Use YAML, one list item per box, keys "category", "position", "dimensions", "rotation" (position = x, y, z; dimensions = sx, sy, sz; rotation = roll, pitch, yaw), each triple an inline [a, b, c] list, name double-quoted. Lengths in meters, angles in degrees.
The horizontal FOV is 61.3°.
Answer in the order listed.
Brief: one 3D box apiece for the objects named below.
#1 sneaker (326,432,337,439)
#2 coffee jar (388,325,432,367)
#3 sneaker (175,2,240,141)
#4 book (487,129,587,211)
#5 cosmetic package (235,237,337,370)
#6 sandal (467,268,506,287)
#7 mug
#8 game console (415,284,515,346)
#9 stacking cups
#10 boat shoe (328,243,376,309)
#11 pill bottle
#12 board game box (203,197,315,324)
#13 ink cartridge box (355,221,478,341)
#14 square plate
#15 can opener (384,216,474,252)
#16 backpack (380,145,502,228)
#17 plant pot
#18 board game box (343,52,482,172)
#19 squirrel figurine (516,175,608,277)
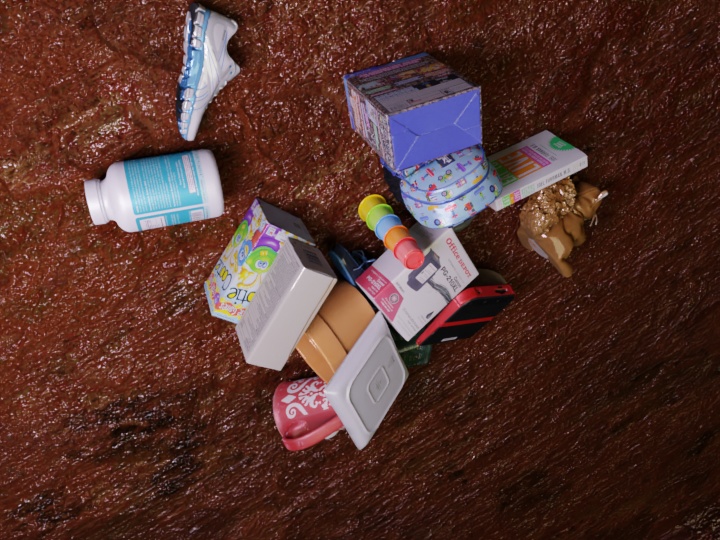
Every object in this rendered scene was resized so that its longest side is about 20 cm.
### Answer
- category: "sneaker"
  position: [-0.027, 0.313, 1.411]
  dimensions: [0.081, 0.075, 0.201]
  rotation: [18, 113, -41]
- category: "coffee jar"
  position: [0.054, 0.175, 1.343]
  dimensions: [0.198, 0.086, 0.105]
  rotation: [-10, 132, -18]
- category: "sneaker"
  position: [-0.229, -0.291, 0.925]
  dimensions: [0.086, 0.075, 0.201]
  rotation: [2, 120, -31]
- category: "book"
  position: [0.318, -0.195, 1.188]
  dimensions: [0.199, 0.134, 0.048]
  rotation: [-27, 128, -6]
- category: "cosmetic package"
  position: [-0.131, 0.058, 1.042]
  dimensions: [0.073, 0.104, 0.201]
  rotation: [19, 113, -34]
- category: "sandal"
  position: [0.218, 0.055, 1.362]
  dimensions: [0.210, 0.078, 0.070]
  rotation: [-14, 159, -17]
- category: "mug"
  position: [-0.066, 0.297, 1.266]
  dimensions: [0.198, 0.179, 0.134]
  rotation: [-18, 138, 24]
- category: "game console"
  position: [0.228, 0.095, 1.300]
  dimensions: [0.199, 0.031, 0.177]
  rotation: [-1, 142, -45]
- category: "stacking cups"
  position: [0.053, -0.068, 1.111]
  dimensions: [0.060, 0.200, 0.061]
  rotation: [-10, 126, -15]
- category: "boat shoe"
  position: [0.000, 0.000, 1.222]
  dimensions: [0.069, 0.084, 0.200]
  rotation: [-41, 145, -3]
- category: "pill bottle"
  position: [-0.324, -0.125, 0.964]
  dimensions: [0.198, 0.111, 0.112]
  rotation: [-12, 125, -17]
- category: "board game box"
  position: [-0.187, -0.009, 1.104]
  dimensions: [0.102, 0.105, 0.201]
  rotation: [23, 109, -34]
- category: "ink cartridge box"
  position: [0.113, 0.012, 1.181]
  dimensions: [0.200, 0.084, 0.145]
  rotation: [-43, 128, -5]
- category: "square plate"
  position: [0.025, 0.215, 1.170]
  dimensions: [0.199, 0.028, 0.201]
  rotation: [-53, 137, -30]
- category: "can opener"
  position: [0.140, -0.081, 1.227]
  dimensions: [0.199, 0.053, 0.067]
  rotation: [-31, 94, 1]
- category: "backpack"
  position: [0.146, -0.174, 1.084]
  dimensions: [0.181, 0.200, 0.135]
  rotation: [-29, 128, -2]
- category: "plant pot"
  position: [-0.054, 0.113, 1.202]
  dimensions: [0.140, 0.200, 0.201]
  rotation: [-38, 130, -19]
- category: "board game box"
  position: [0.082, -0.265, 0.995]
  dimensions: [0.158, 0.200, 0.098]
  rotation: [-19, 128, -10]
- category: "squirrel figurine"
  position: [0.429, -0.127, 1.285]
  dimensions: [0.187, 0.142, 0.200]
  rotation: [-44, 130, 0]
